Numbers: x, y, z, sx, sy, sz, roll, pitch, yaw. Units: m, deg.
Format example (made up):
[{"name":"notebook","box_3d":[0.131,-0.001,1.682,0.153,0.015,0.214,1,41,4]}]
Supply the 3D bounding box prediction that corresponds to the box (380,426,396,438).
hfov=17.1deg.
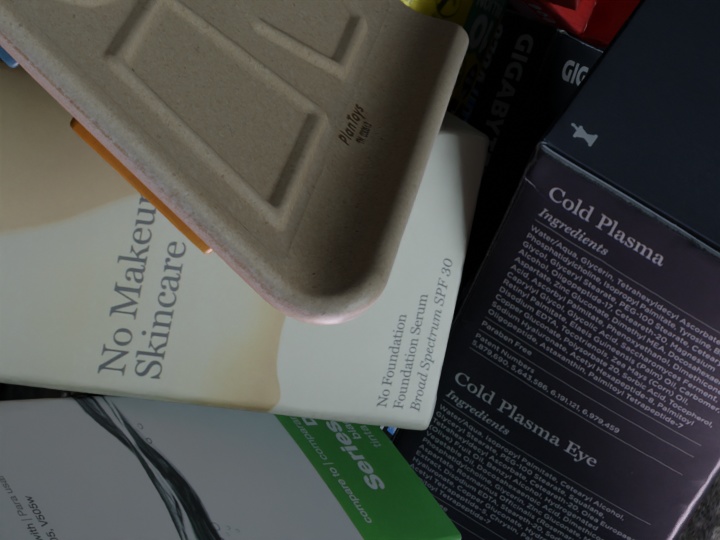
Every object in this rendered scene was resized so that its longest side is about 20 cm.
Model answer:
[{"name":"box","box_3d":[0.000,0.000,1.008,0.201,0.049,0.160,-61,151,-9]}]

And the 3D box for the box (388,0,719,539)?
[{"name":"box","box_3d":[0.110,-0.006,0.845,0.200,0.104,0.183,-53,170,-46]}]

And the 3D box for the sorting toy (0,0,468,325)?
[{"name":"sorting toy","box_3d":[-0.063,-0.088,0.690,0.036,0.200,0.185,-43,-166,29]}]

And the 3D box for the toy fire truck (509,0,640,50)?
[{"name":"toy fire truck","box_3d":[0.110,-0.131,0.998,0.200,0.140,0.049,33,79,-59]}]

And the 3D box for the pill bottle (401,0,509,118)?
[{"name":"pill bottle","box_3d":[-0.027,-0.045,0.873,0.113,0.112,0.201,22,91,-59]}]

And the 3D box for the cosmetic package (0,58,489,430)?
[{"name":"cosmetic package","box_3d":[-0.069,-0.016,0.763,0.199,0.071,0.106,6,102,-21]}]

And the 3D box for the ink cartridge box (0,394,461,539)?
[{"name":"ink cartridge box","box_3d":[-0.087,0.116,0.770,0.199,0.083,0.147,1,133,-48]}]

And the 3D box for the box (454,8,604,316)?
[{"name":"box","box_3d":[0.082,-0.017,1.035,0.200,0.046,0.160,14,98,-59]}]
